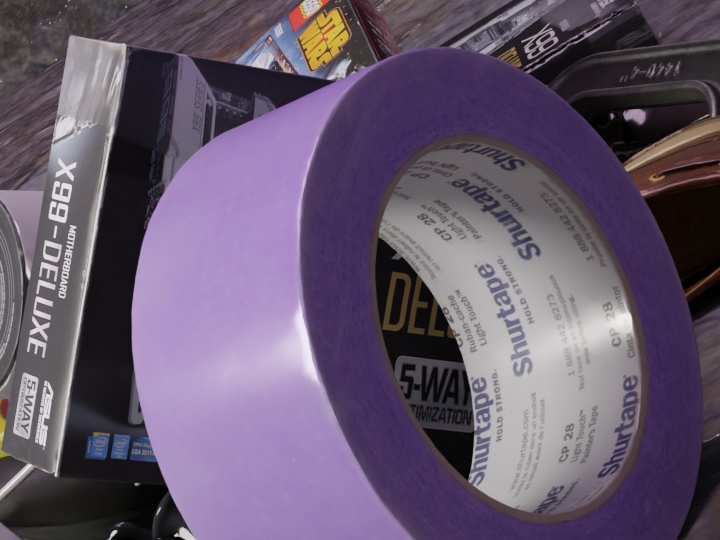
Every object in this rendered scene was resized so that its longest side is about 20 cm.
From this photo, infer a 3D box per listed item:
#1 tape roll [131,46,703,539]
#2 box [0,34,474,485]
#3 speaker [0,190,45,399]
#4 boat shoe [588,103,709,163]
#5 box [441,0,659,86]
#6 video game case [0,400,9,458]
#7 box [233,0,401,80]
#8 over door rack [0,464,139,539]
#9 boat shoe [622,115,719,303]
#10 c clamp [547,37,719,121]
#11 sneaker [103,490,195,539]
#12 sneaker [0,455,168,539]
[{"bbox_3d":[0.023,0.030,1.016,0.085,0.200,0.200,-22,17,42],"label":"tape roll"},{"bbox_3d":[-0.026,0.004,1.112,0.200,0.158,0.050,8,4,-33],"label":"box"},{"bbox_3d":[-0.060,0.009,1.168,0.200,0.081,0.081,0,-7,-32],"label":"speaker"},{"bbox_3d":[0.114,-0.063,1.432,0.200,0.065,0.073,-21,17,41],"label":"boat shoe"},{"bbox_3d":[0.087,-0.105,1.650,0.158,0.050,0.200,-32,13,7],"label":"box"},{"bbox_3d":[-0.163,0.042,1.394,0.181,0.026,0.200,-26,24,0],"label":"video game case"},{"bbox_3d":[-0.034,-0.050,1.356,0.137,0.040,0.200,-43,24,11],"label":"box"},{"bbox_3d":[-0.186,0.112,1.133,0.200,0.067,0.148,-30,6,23],"label":"over door rack"},{"bbox_3d":[0.095,0.001,1.232,0.200,0.072,0.068,-30,11,4],"label":"boat shoe"},{"bbox_3d":[0.105,-0.028,1.342,0.200,0.027,0.171,-11,52,54],"label":"c clamp"},{"bbox_3d":[-0.048,0.119,1.118,0.200,0.083,0.072,-18,20,50],"label":"sneaker"},{"bbox_3d":[-0.078,0.062,1.250,0.200,0.091,0.076,-14,17,-24],"label":"sneaker"}]
